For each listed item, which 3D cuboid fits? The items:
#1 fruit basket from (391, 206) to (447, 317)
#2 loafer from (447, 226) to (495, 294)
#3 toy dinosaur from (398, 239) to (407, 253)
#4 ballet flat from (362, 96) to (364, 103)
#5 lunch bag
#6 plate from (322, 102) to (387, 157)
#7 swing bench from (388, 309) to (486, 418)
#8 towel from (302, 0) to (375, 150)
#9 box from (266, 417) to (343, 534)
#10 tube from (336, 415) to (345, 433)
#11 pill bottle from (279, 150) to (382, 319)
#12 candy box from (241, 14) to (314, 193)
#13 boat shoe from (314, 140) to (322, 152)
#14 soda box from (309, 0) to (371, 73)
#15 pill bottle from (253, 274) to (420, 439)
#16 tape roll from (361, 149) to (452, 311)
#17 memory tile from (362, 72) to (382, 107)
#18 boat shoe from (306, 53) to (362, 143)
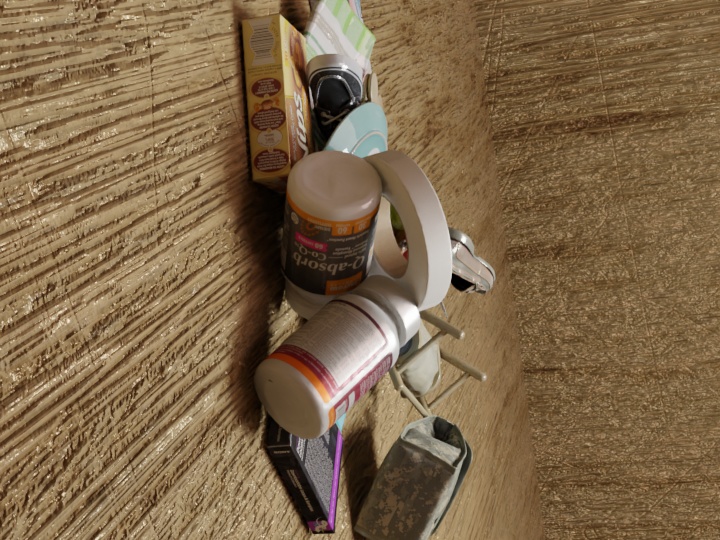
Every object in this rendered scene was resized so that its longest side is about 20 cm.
[{"bbox_3d":[0.089,-0.053,1.984,0.201,0.093,0.186,60,-5,37],"label":"fruit basket"},{"bbox_3d":[0.144,0.000,1.924,0.063,0.071,0.200,-68,153,-14],"label":"loafer"},{"bbox_3d":[0.000,0.000,1.770,0.086,0.200,0.136,38,62,-12],"label":"toy dinosaur"},{"bbox_3d":[-0.022,-0.264,1.921,0.071,0.070,0.201,-70,149,-60],"label":"ballet flat"},{"bbox_3d":[0.086,0.313,1.936,0.165,0.117,0.200,-64,172,12],"label":"lunch bag"},{"bbox_3d":[-0.008,-0.122,1.718,0.200,0.025,0.201,-48,151,-37],"label":"plate"},{"bbox_3d":[0.072,0.103,1.999,0.200,0.130,0.199,50,-2,29],"label":"swing bench"},{"bbox_3d":[-0.039,-0.281,1.814,0.149,0.030,0.201,47,55,-51],"label":"towel"},{"bbox_3d":[-0.066,0.218,1.641,0.201,0.036,0.144,71,18,-45],"label":"box"},{"bbox_3d":[-0.025,0.122,1.835,0.078,0.050,0.201,56,35,-47],"label":"tube"},{"bbox_3d":[-0.039,-0.038,1.601,0.117,0.115,0.201,-81,179,-46],"label":"pill bottle"},{"bbox_3d":[-0.100,-0.205,1.632,0.115,0.055,0.202,19,66,-75],"label":"candy box"},{"bbox_3d":[-0.021,-0.124,1.911,0.067,0.056,0.202,-69,150,-60],"label":"boat shoe"},{"bbox_3d":[-0.027,-0.342,1.965,0.068,0.063,0.202,-58,140,-68],"label":"soda box"},{"bbox_3d":[-0.024,0.098,1.542,0.200,0.109,0.110,-41,131,-34],"label":"pill bottle"},{"bbox_3d":[0.045,-0.046,1.599,0.203,0.037,0.204,47,-34,46],"label":"tape roll"},{"bbox_3d":[0.013,-0.167,1.881,0.154,0.017,0.202,71,22,-59],"label":"memory tile"},{"bbox_3d":[-0.031,-0.211,1.692,0.200,0.071,0.068,85,3,-70],"label":"boat shoe"}]
